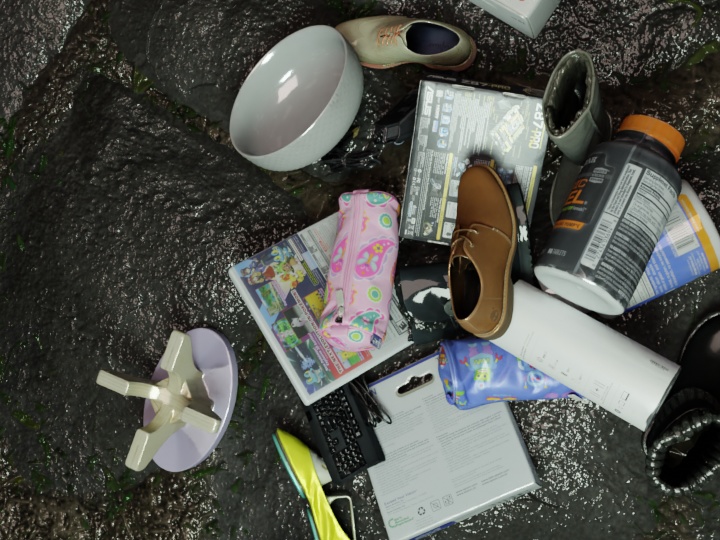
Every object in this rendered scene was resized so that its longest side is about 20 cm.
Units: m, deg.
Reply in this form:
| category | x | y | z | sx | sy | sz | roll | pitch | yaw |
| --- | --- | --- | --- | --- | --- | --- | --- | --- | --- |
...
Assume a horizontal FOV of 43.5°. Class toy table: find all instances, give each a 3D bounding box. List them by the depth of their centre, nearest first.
| category | x | y | z | sx | sy | sz | roll | pitch | yaw |
| --- | --- | --- | --- | --- | --- | --- | --- | --- | --- |
| toy table | -0.247 | 0.174 | 1.205 | 0.182 | 0.117 | 0.202 | 8 | 87 | 17 |

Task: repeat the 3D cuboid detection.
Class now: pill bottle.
| category | x | y | z | sx | sy | sz | roll | pitch | yaw |
| --- | --- | --- | --- | --- | --- | --- | --- | --- | --- |
| pill bottle | 0.272 | -0.063 | 0.960 | 0.106 | 0.106 | 0.201 | 25 | 81 | 17 |
| pill bottle | 0.308 | -0.013 | 1.050 | 0.199 | 0.112 | 0.113 | -28 | 79 | 14 |

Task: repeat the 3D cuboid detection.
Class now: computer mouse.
| category | x | y | z | sx | sy | sz | roll | pitch | yaw |
| --- | --- | --- | --- | --- | --- | --- | --- | --- | --- |
| computer mouse | 0.042 | -0.182 | 1.166 | 0.200 | 0.140 | 0.046 | -46 | 115 | -23 |

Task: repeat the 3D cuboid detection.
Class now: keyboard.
| category | x | y | z | sx | sy | sz | roll | pitch | yaw |
| --- | --- | --- | --- | --- | --- | --- | --- | --- | --- |
| keyboard | -0.032 | 0.162 | 1.155 | 0.104 | 0.040 | 0.201 | -32 | 64 | 12 |

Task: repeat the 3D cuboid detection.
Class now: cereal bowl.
| category | x | y | z | sx | sy | sz | roll | pitch | yaw |
| --- | --- | --- | --- | --- | --- | --- | --- | --- | --- |
| cereal bowl | -0.072 | -0.213 | 1.176 | 0.199 | 0.083 | 0.202 | -23 | 51 | 31 |

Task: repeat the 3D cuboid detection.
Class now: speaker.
| category | x | y | z | sx | sy | sz | roll | pitch | yaw |
| --- | --- | --- | --- | --- | --- | --- | --- | --- | --- |
| speaker | 0.240 | 0.090 | 0.987 | 0.199 | 0.081 | 0.082 | 30 | 95 | 23 |

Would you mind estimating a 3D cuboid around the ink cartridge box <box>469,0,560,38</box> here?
| category | x | y | z | sx | sy | sz | roll | pitch | yaw |
| --- | --- | --- | --- | --- | --- | --- | --- | --- | --- |
| ink cartridge box | 0.208 | -0.416 | 1.124 | 0.144 | 0.085 | 0.201 | 36 | 95 | 17 |

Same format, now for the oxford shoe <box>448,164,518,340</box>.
| category | x | y | z | sx | sy | sz | roll | pitch | yaw |
| --- | --- | --- | --- | --- | --- | --- | --- | --- | --- |
| oxford shoe | 0.127 | -0.030 | 0.984 | 0.071 | 0.071 | 0.202 | -17 | 64 | 37 |

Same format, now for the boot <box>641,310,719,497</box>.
| category | x | y | z | sx | sy | sz | roll | pitch | yaw |
| --- | --- | --- | --- | --- | --- | --- | --- | --- | --- |
| boot | 0.379 | 0.143 | 0.992 | 0.079 | 0.158 | 0.213 | 25 | 94 | 15 |

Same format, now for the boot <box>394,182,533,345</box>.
| category | x | y | z | sx | sy | sz | roll | pitch | yaw |
| --- | --- | --- | --- | --- | --- | --- | --- | --- | --- |
| boot | 0.121 | -0.001 | 1.079 | 0.166 | 0.077 | 0.202 | -5 | 121 | 8 |

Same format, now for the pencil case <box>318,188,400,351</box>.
| category | x | y | z | sx | sy | sz | roll | pitch | yaw |
| --- | --- | --- | --- | --- | --- | --- | --- | --- | --- |
| pencil case | 0.000 | 0.000 | 1.121 | 0.087 | 0.088 | 0.202 | 2 | 67 | 17 |

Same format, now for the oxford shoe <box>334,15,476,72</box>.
| category | x | y | z | sx | sy | sz | roll | pitch | yaw |
| --- | --- | --- | --- | --- | --- | --- | --- | --- | --- |
| oxford shoe | 0.049 | -0.304 | 1.170 | 0.198 | 0.074 | 0.072 | 6 | 88 | 17 |

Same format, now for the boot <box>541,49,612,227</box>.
| category | x | y | z | sx | sy | sz | roll | pitch | yaw |
| --- | --- | --- | --- | --- | --- | --- | --- | --- | --- |
| boot | 0.246 | -0.134 | 1.031 | 0.072 | 0.200 | 0.184 | 6 | 88 | 16 |

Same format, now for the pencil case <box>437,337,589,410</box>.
| category | x | y | z | sx | sy | sz | roll | pitch | yaw |
| --- | --- | --- | --- | --- | --- | --- | --- | --- | --- |
| pencil case | 0.191 | 0.119 | 1.068 | 0.198 | 0.078 | 0.088 | -4 | 71 | -1 |

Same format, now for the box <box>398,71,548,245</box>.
| category | x | y | z | sx | sy | sz | roll | pitch | yaw |
| --- | --- | --- | --- | --- | --- | --- | --- | --- | --- |
| box | 0.137 | -0.125 | 1.088 | 0.159 | 0.049 | 0.202 | 10 | 115 | 8 |

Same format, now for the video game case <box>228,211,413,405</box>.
| category | x | y | z | sx | sy | sz | roll | pitch | yaw |
| --- | --- | --- | --- | --- | --- | --- | --- | --- | --- |
| video game case | -0.043 | 0.042 | 1.157 | 0.181 | 0.023 | 0.201 | -28 | 77 | -18 |

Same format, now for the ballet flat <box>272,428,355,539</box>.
| category | x | y | z | sx | sy | sz | roll | pitch | yaw |
| --- | --- | --- | --- | --- | --- | --- | --- | --- | --- |
| ballet flat | -0.050 | 0.291 | 1.170 | 0.066 | 0.067 | 0.202 | -21 | 82 | -7 |

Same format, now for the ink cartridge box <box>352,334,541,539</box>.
| category | x | y | z | sx | sy | sz | roll | pitch | yaw |
| --- | --- | --- | --- | --- | --- | --- | --- | --- | --- |
| ink cartridge box | 0.098 | 0.211 | 1.126 | 0.198 | 0.041 | 0.202 | -26 | 64 | 14 |
